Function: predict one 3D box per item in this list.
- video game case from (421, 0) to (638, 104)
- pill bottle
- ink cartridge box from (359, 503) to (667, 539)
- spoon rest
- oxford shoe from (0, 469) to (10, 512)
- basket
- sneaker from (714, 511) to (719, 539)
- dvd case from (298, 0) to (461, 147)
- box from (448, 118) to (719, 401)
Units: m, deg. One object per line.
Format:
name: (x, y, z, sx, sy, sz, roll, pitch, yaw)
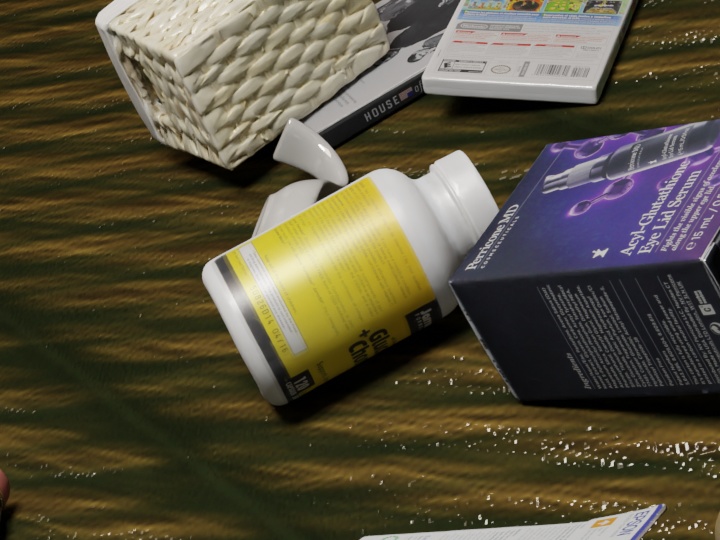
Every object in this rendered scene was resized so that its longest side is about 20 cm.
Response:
video game case: (0.145, -0.202, 1.674, 0.142, 0.018, 0.201, 5, 42, 21)
pill bottle: (0.000, 0.000, 1.426, 0.199, 0.112, 0.112, -29, 32, -3)
ink cartridge box: (0.050, 0.185, 1.118, 0.199, 0.041, 0.199, -10, 9, 28)
spoon rest: (-0.044, -0.046, 1.562, 0.060, 0.100, 0.200, 20, 32, -7)
oxford shoe: (-0.343, 0.185, 1.448, 0.199, 0.071, 0.075, -17, 38, 17)
basket: (-0.091, -0.195, 1.706, 0.200, 0.136, 0.123, -39, 37, -18)
sneaker: (0.257, 0.092, 1.166, 0.200, 0.067, 0.090, -43, 20, -16)
dvd case: (0.017, -0.179, 1.755, 0.199, 0.025, 0.150, -31, 32, -7)
box: (0.180, -0.006, 1.289, 0.199, 0.105, 0.148, -6, 36, 42)
